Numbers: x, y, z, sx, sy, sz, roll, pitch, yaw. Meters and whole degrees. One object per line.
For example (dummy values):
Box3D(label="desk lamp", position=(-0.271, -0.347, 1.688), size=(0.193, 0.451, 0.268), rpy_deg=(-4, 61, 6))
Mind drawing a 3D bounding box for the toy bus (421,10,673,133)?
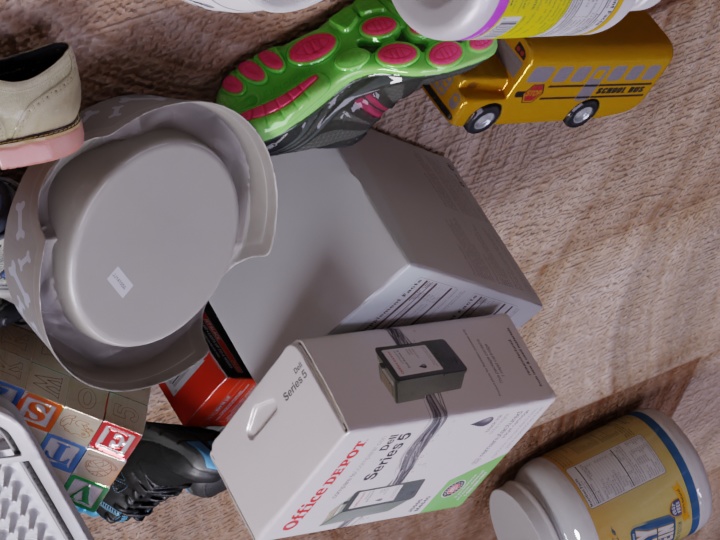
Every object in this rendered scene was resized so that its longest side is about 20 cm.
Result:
Box3D(label="toy bus", position=(0.134, -0.152, 1.670), size=(0.200, 0.065, 0.078), rpy_deg=(-6, 143, -43))

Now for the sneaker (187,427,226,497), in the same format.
Box3D(label="sneaker", position=(-0.058, 0.140, 1.919), size=(0.200, 0.082, 0.073), rpy_deg=(-32, 154, -1))

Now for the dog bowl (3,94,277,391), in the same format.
Box3D(label="dog bowl", position=(-0.146, -0.024, 1.480), size=(0.200, 0.059, 0.200), rpy_deg=(-24, 126, -37))

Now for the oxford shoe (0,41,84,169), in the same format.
Box3D(label="oxford shoe", position=(-0.260, -0.096, 1.351), size=(0.200, 0.071, 0.074), rpy_deg=(-15, 124, -32))

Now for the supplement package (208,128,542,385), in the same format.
Box3D(label="supplement package", position=(0.000, 0.000, 1.682), size=(0.151, 0.152, 0.200), rpy_deg=(-41, 152, 19))

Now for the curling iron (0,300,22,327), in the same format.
Box3D(label="curling iron", position=(-0.190, 0.013, 1.575), size=(0.026, 0.050, 0.200), rpy_deg=(-12, -176, 33))

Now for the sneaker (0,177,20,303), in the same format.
Box3D(label="sneaker", position=(-0.227, -0.021, 1.486), size=(0.200, 0.077, 0.085), rpy_deg=(-16, 145, -32))

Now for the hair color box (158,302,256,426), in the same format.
Box3D(label="hair color box", position=(-0.077, 0.066, 1.769), size=(0.200, 0.102, 0.061), rpy_deg=(4, 135, -52))

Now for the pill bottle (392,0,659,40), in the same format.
Box3D(label="pill bottle", position=(0.119, -0.208, 1.516), size=(0.200, 0.104, 0.104), rpy_deg=(-8, 144, -42))

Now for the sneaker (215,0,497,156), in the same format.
Box3D(label="sneaker", position=(-0.004, -0.133, 1.554), size=(0.200, 0.077, 0.084), rpy_deg=(-20, 158, -4))

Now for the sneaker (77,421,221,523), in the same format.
Box3D(label="sneaker", position=(-0.160, 0.156, 1.735), size=(0.073, 0.082, 0.200), rpy_deg=(12, 172, -34))

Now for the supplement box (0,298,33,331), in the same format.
Box3D(label="supplement box", position=(-0.245, 0.101, 1.672), size=(0.126, 0.074, 0.200), rpy_deg=(-5, 142, -43))

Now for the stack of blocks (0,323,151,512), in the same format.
Box3D(label="stack of blocks", position=(-0.257, 0.093, 1.542), size=(0.200, 0.059, 0.115), rpy_deg=(22, 129, -15))

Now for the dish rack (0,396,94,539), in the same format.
Box3D(label="dish rack", position=(-0.274, 0.157, 1.532), size=(0.172, 0.044, 0.200), rpy_deg=(-11, 130, 13))

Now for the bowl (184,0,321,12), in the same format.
Box3D(label="bowl", position=(-0.049, -0.214, 1.331), size=(0.201, 0.094, 0.201), rpy_deg=(-26, 154, -14))

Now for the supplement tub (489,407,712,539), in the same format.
Box3D(label="supplement tub", position=(0.251, 0.245, 2.386), size=(0.200, 0.145, 0.145), rpy_deg=(-24, 152, -18))

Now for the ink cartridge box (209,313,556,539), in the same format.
Box3D(label="ink cartridge box", position=(0.015, 0.111, 1.624), size=(0.200, 0.084, 0.146), rpy_deg=(-6, 146, -39))
